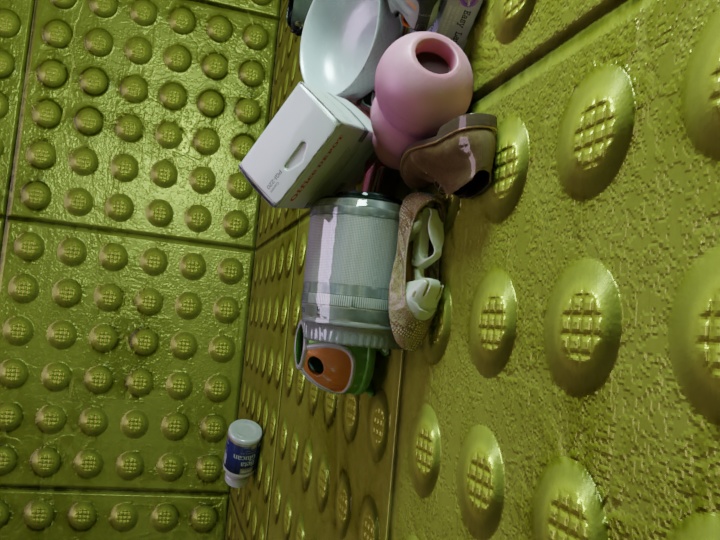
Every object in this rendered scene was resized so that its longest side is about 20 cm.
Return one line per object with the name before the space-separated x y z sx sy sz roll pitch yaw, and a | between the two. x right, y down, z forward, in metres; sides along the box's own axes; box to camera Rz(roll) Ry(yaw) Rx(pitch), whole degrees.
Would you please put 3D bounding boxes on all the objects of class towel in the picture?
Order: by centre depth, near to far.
towel | 0.020 -0.138 1.108 0.201 0.022 0.147 -86 10 -62

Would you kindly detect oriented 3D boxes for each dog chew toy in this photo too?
dog chew toy | 0.066 -0.203 0.867 0.201 0.121 0.127 116 156 -60

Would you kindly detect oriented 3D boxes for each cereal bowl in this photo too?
cereal bowl | -0.006 -0.350 1.024 0.198 0.082 0.206 -10 78 50

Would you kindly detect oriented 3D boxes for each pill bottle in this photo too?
pill bottle | -0.383 0.592 2.176 0.112 0.108 0.204 -114 33 -61

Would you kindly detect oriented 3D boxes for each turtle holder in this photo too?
turtle holder | -0.037 0.106 1.086 0.142 0.128 0.189 118 154 -53

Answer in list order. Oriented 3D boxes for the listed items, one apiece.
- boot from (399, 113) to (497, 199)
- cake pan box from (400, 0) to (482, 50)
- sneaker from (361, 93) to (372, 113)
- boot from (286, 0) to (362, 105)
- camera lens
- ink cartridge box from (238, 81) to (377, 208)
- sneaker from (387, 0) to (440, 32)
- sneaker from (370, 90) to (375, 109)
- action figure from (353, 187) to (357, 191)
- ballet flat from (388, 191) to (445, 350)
boot | 0.098 -0.119 0.814 0.199 0.072 0.078 158 110 -69
cake pan box | 0.103 -0.353 0.923 0.202 0.051 0.187 114 155 -48
sneaker | 0.026 -0.365 1.173 0.082 0.068 0.206 -145 55 -77
boot | -0.063 -0.369 1.129 0.077 0.135 0.205 -31 59 59
camera lens | 0.000 0.000 0.945 0.160 0.156 0.206 173 103 -74
ink cartridge box | -0.057 -0.164 0.942 0.146 0.085 0.199 -49 -12 18
sneaker | 0.056 -0.367 0.880 0.202 0.072 0.081 -107 23 -56
sneaker | 0.054 -0.249 1.042 0.201 0.071 0.073 -98 10 -67
action figure | -0.068 -0.132 1.267 0.200 0.145 0.138 144 130 -71
ballet flat | 0.075 -0.002 0.855 0.065 0.069 0.206 -9 78 59
